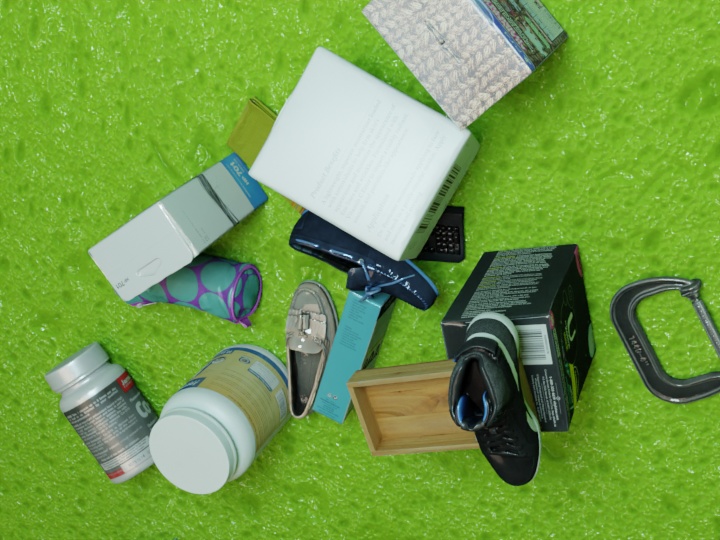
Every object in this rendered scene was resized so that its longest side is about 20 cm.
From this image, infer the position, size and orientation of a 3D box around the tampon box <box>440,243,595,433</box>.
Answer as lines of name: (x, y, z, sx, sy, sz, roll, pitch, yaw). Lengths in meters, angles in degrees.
tampon box: (0.193, 0.077, 1.170, 0.126, 0.200, 0.150, -4, 112, 25)

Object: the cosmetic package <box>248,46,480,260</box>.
cosmetic package: (0.010, -0.130, 1.149, 0.200, 0.165, 0.165, 31, 97, 8)

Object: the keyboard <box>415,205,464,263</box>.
keyboard: (0.034, -0.059, 1.272, 0.200, 0.040, 0.104, 4, 115, 20)

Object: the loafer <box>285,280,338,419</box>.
loafer: (-0.072, 0.115, 1.380, 0.072, 0.063, 0.200, 10, 116, 20)

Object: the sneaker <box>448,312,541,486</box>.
sneaker: (0.129, 0.154, 1.006, 0.073, 0.112, 0.200, -5, 111, 26)

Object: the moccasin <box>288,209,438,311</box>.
moccasin: (0.000, 0.000, 1.233, 0.200, 0.068, 0.081, 30, 155, 14)

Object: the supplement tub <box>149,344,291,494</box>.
supplement tub: (-0.191, 0.206, 1.392, 0.144, 0.200, 0.145, 9, 115, 19)

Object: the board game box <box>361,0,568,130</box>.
board game box: (0.118, -0.262, 1.050, 0.097, 0.200, 0.160, -38, 94, 31)

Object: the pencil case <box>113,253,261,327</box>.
pencil case: (-0.244, 0.020, 1.399, 0.200, 0.085, 0.093, 9, 100, 20)

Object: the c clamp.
c clamp: (0.402, 0.084, 1.190, 0.171, 0.027, 0.200, -29, 101, 36)

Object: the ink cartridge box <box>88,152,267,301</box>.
ink cartridge box: (-0.233, -0.060, 1.290, 0.146, 0.200, 0.086, -28, 100, 30)

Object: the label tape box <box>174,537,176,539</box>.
label tape box: (-0.398, 0.535, 1.660, 0.066, 0.143, 0.200, 32, 121, 6)

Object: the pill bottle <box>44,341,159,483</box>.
pill bottle: (-0.391, 0.218, 1.533, 0.114, 0.114, 0.200, -27, 100, 30)

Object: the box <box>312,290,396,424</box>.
box: (-0.006, 0.103, 1.335, 0.049, 0.082, 0.200, 24, 119, 12)

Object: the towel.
towel: (-0.090, -0.131, 1.285, 0.200, 0.018, 0.086, 43, 122, 12)

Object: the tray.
tray: (0.092, 0.151, 1.109, 0.200, 0.037, 0.099, -10, 109, 26)
